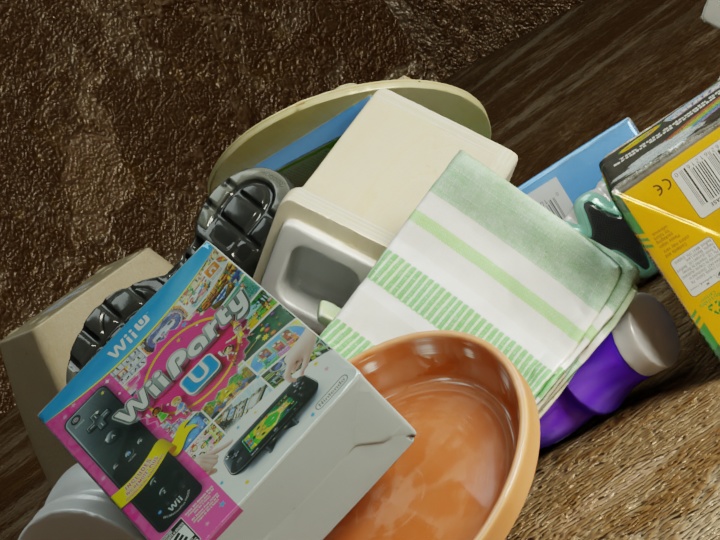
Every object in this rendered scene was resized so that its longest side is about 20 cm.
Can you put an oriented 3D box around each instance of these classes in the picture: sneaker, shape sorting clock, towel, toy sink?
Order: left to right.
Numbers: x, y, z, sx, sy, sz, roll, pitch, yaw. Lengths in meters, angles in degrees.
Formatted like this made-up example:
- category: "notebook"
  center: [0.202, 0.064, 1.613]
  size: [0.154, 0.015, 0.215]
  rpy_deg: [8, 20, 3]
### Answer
- category: "sneaker"
  center: [-0.105, 0.026, 1.754]
  size: [0.200, 0.075, 0.079]
  rpy_deg: [-45, -27, -10]
- category: "shape sorting clock"
  center: [-0.008, -0.076, 1.855]
  size: [0.199, 0.039, 0.200]
  rpy_deg: [-10, -23, -4]
- category: "toy sink"
  center: [0.000, 0.000, 1.706]
  size: [0.200, 0.112, 0.131]
  rpy_deg: [-56, -11, -48]
- category: "towel"
  center: [0.050, 0.045, 1.555]
  size: [0.200, 0.152, 0.023]
  rpy_deg: [-53, -32, -3]
- category: "sneaker"
  center: [0.216, -0.051, 1.932]
  size: [0.200, 0.078, 0.140]
  rpy_deg: [-27, 3, -8]

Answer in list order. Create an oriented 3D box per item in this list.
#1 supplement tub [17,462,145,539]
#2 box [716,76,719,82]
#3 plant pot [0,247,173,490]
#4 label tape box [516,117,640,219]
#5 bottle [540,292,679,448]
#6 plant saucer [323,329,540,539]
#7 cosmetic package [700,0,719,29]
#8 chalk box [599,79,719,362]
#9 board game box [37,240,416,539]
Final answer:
- category: "supplement tub"
  center: [-0.110, 0.154, 1.687]
  size: [0.140, 0.141, 0.200]
  rpy_deg: [-28, 8, 38]
- category: "box"
  center: [0.290, -0.134, 1.757]
  size: [0.200, 0.060, 0.117]
  rpy_deg: [-61, 15, 7]
- category: "plant pot"
  center: [-0.213, 0.093, 2.470]
  size: [0.200, 0.177, 0.200]
  rpy_deg: [-35, 7, -22]
- category: "label tape box"
  center: [0.169, -0.048, 2.109]
  size: [0.143, 0.066, 0.200]
  rpy_deg: [-33, -8, 5]
- category: "bottle"
  center: [0.098, 0.072, 1.606]
  size: [0.200, 0.065, 0.084]
  rpy_deg: [-29, 11, 36]
- category: "plant saucer"
  center: [0.014, 0.122, 1.473]
  size: [0.200, 0.032, 0.201]
  rpy_deg: [-27, 39, 24]
- category: "cosmetic package"
  center: [0.316, -0.162, 1.599]
  size: [0.090, 0.200, 0.107]
  rpy_deg: [-38, -30, -50]
- category: "chalk box"
  center: [0.223, -0.041, 1.580]
  size: [0.125, 0.124, 0.200]
  rpy_deg: [-33, 6, 8]
- category: "board game box"
  center: [-0.078, 0.088, 1.519]
  size: [0.148, 0.064, 0.200]
  rpy_deg: [-46, 35, -4]
